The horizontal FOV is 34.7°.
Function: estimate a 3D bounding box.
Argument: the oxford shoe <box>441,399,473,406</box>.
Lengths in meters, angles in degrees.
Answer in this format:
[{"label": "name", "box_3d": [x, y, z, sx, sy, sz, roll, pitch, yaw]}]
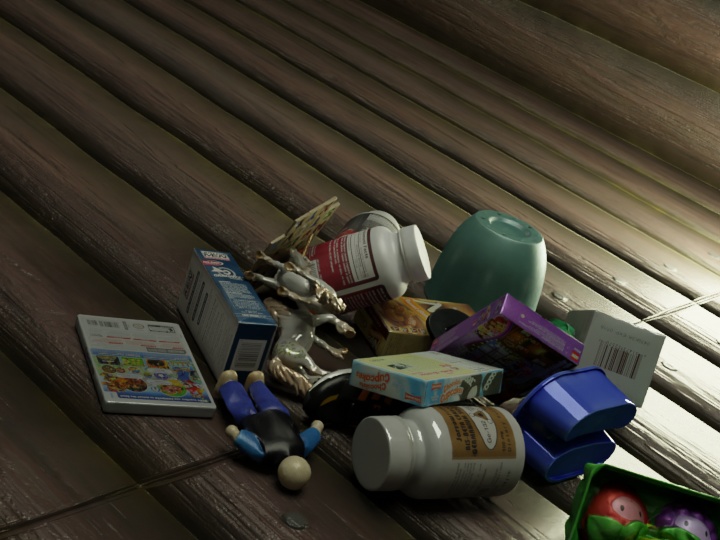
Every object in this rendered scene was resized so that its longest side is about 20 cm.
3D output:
[{"label": "oxford shoe", "box_3d": [0.124, 0.188, 1.609, 0.075, 0.058, 0.200, 8, 27, -30]}]

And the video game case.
[{"label": "video game case", "box_3d": [-0.279, 0.121, 1.479, 0.143, 0.018, 0.200, 8, 26, -28]}]

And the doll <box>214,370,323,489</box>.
[{"label": "doll", "box_3d": [-0.108, 0.194, 1.415, 0.136, 0.049, 0.200, 5, 27, -30]}]

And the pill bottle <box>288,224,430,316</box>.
[{"label": "pill bottle", "box_3d": [0.000, 0.000, 1.737, 0.199, 0.113, 0.113, -16, 20, 11]}]

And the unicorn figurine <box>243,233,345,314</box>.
[{"label": "unicorn figurine", "box_3d": [-0.089, 0.012, 1.610, 0.137, 0.074, 0.200, 23, 20, -46]}]

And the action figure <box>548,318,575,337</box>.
[{"label": "action figure", "box_3d": [0.279, 0.110, 1.784, 0.118, 0.055, 0.200, -29, 5, -16]}]

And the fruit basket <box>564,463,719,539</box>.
[{"label": "fruit basket", "box_3d": [0.352, 0.332, 1.386, 0.215, 0.156, 0.216, 18, 5, -2]}]

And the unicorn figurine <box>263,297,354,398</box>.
[{"label": "unicorn figurine", "box_3d": [-0.083, 0.096, 1.604, 0.137, 0.074, 0.200, 21, 22, -4]}]

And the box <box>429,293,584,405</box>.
[{"label": "box", "box_3d": [0.201, 0.116, 1.632, 0.137, 0.200, 0.039, 33, 56, -12]}]

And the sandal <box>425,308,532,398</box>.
[{"label": "sandal", "box_3d": [0.190, 0.116, 1.743, 0.200, 0.048, 0.076, 34, 54, -12]}]

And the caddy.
[{"label": "caddy", "box_3d": [0.285, 0.205, 1.595, 0.199, 0.142, 0.105, -3, 35, -44]}]

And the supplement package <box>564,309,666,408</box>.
[{"label": "supplement package", "box_3d": [0.373, 0.132, 1.772, 0.116, 0.118, 0.200, 19, -2, -1]}]

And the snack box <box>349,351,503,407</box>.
[{"label": "snack box", "box_3d": [0.090, 0.140, 1.510, 0.116, 0.037, 0.200, 13, 7, 35]}]

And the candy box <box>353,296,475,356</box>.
[{"label": "candy box", "box_3d": [0.102, 0.094, 1.800, 0.199, 0.056, 0.116, 7, 28, -28]}]

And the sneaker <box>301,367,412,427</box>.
[{"label": "sneaker", "box_3d": [0.022, 0.181, 1.521, 0.199, 0.070, 0.090, 5, 24, -37]}]

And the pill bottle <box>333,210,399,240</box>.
[{"label": "pill bottle", "box_3d": [0.011, -0.034, 1.940, 0.110, 0.111, 0.200, 22, 23, 5]}]

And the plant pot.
[{"label": "plant pot", "box_3d": [0.231, -0.006, 1.994, 0.200, 0.162, 0.201, 17, 23, -8]}]

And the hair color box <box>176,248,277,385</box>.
[{"label": "hair color box", "box_3d": [-0.186, 0.062, 1.580, 0.060, 0.100, 0.200, 6, 27, -31]}]

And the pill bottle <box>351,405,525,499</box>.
[{"label": "pill bottle", "box_3d": [0.095, 0.225, 1.429, 0.199, 0.115, 0.114, 5, 27, -32]}]

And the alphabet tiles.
[{"label": "alphabet tiles", "box_3d": [-0.110, -0.032, 1.717, 0.006, 0.200, 0.166, 47, 42, 7]}]
